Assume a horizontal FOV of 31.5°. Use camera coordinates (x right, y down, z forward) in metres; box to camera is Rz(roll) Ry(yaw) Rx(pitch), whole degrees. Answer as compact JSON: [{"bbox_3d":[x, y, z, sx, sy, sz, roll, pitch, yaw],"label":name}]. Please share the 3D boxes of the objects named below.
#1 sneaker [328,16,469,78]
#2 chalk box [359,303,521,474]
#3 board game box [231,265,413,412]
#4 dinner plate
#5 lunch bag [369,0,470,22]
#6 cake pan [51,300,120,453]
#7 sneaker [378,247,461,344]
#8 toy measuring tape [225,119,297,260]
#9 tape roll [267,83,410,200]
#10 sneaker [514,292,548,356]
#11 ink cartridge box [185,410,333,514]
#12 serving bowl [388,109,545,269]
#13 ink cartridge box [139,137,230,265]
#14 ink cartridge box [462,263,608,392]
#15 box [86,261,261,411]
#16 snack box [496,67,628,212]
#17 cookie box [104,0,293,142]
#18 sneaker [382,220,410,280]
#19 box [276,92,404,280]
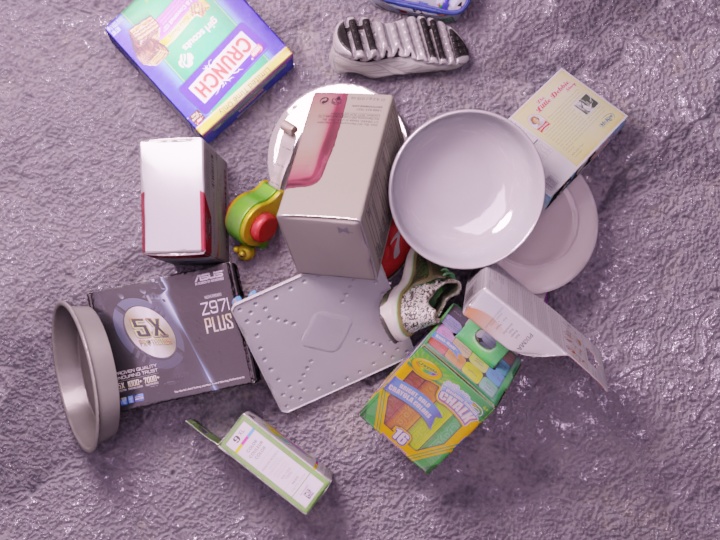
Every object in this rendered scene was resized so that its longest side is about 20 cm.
[{"bbox_3d":[0.050,-0.299,1.744,0.199,0.081,0.075,1,63,-19],"label":"sneaker"},{"bbox_3d":[0.116,0.139,1.642,0.124,0.124,0.200,40,125,2],"label":"chalk box"},{"bbox_3d":[-0.048,0.074,1.680,0.199,0.026,0.201,-24,126,-3],"label":"board game box"},{"bbox_3d":[0.222,-0.069,1.688,0.199,0.024,0.201,1,80,-8],"label":"dinner plate"},{"bbox_3d":[0.096,-0.448,1.750,0.159,0.076,0.201,11,87,-2],"label":"lunch bag"},{"bbox_3d":[-0.357,0.136,1.659,0.037,0.200,0.201,-10,86,-26],"label":"cake pan"},{"bbox_3d":[0.100,0.022,1.674,0.088,0.200,0.077,-6,125,30],"label":"sneaker"},{"bbox_3d":[-0.136,-0.102,1.697,0.073,0.074,0.201,18,112,1],"label":"toy measuring tape"},{"bbox_3d":[-0.026,-0.151,1.724,0.202,0.037,0.204,-1,84,13],"label":"tape roll"},{"bbox_3d":[0.210,0.019,1.729,0.099,0.075,0.201,12,78,7],"label":"sneaker"},{"bbox_3d":[-0.131,0.236,1.689,0.200,0.104,0.059,37,86,2],"label":"ink cartridge box"},{"bbox_3d":[0.129,-0.105,1.607,0.199,0.066,0.201,-2,102,-7],"label":"serving bowl"},{"bbox_3d":[-0.226,-0.084,1.661,0.082,0.200,0.147,-2,86,2],"label":"ink cartridge box"},{"bbox_3d":[0.217,0.076,1.599,0.200,0.162,0.050,42,106,-5],"label":"ink cartridge box"},{"bbox_3d":[-0.247,0.090,1.706,0.199,0.086,0.165,-11,86,-1],"label":"box"},{"bbox_3d":[0.256,-0.177,1.698,0.116,0.037,0.200,39,58,12],"label":"snack box"},{"bbox_3d":[-0.217,-0.304,1.737,0.171,0.075,0.200,-43,88,-4],"label":"cookie box"},{"bbox_3d":[0.000,0.000,1.714,0.200,0.085,0.077,-44,89,-3],"label":"sneaker"},{"bbox_3d":[-0.019,-0.107,1.594,0.108,0.128,0.201,5,56,16],"label":"box"}]
